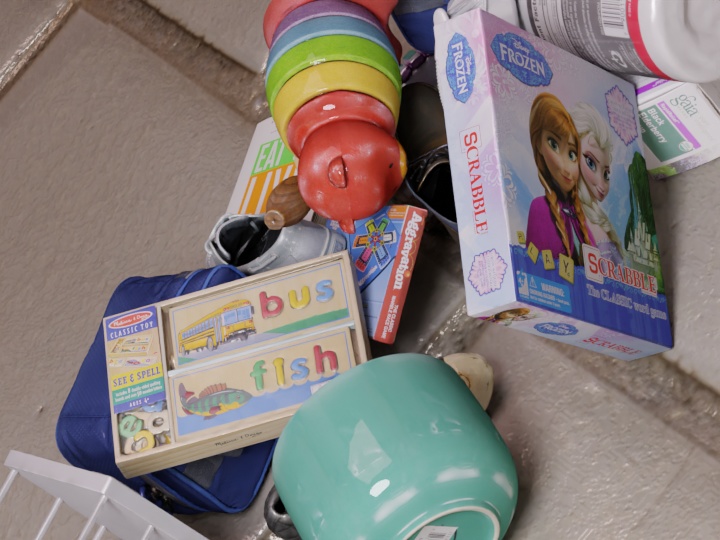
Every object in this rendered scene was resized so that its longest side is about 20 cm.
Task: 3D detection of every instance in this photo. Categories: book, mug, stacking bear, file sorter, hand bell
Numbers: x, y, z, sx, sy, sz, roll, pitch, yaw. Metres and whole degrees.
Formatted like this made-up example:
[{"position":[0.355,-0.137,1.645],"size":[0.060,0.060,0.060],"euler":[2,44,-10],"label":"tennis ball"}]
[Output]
[{"position":[-0.066,-0.054,1.770],"size":[0.133,0.048,0.201],"euler":[-13,50,42],"label":"book"},{"position":[0.033,0.160,1.362],"size":[0.151,0.186,0.115],"euler":[-29,49,-7],"label":"mug"},{"position":[-0.014,-0.122,1.524],"size":[0.113,0.122,0.201],"euler":[-5,49,-3],"label":"stacking bear"},{"position":[-0.175,0.238,1.454],"size":[0.138,0.200,0.125],"euler":[7,65,51],"label":"file sorter"},{"position":[-0.037,-0.074,1.590],"size":[0.104,0.104,0.200],"euler":[-28,13,26],"label":"hand bell"}]

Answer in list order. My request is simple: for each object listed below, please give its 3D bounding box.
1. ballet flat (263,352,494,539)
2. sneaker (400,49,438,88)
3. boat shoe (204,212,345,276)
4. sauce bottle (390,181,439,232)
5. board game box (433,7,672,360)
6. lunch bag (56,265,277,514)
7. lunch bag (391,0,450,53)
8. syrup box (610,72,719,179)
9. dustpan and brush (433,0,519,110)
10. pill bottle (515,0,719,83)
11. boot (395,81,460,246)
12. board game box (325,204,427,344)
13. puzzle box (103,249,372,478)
[{"position":[0.017,0.130,1.445],"size":[0.200,0.067,0.057],"euler":[-38,-10,-5],"label":"ballet flat"},{"position":[0.095,-0.170,1.681],"size":[0.087,0.074,0.200],"euler":[23,73,50],"label":"sneaker"},{"position":[-0.087,-0.022,1.653],"size":[0.200,0.071,0.070],"euler":[-3,60,60],"label":"boat shoe"},{"position":[0.099,-0.124,1.634],"size":[0.200,0.065,0.065],"euler":[-48,34,-2],"label":"sauce bottle"},{"position":[0.132,-0.053,1.346],"size":[0.041,0.199,0.201],"euler":[-18,69,34],"label":"board game box"},{"position":[-0.137,0.100,1.589],"size":[0.132,0.136,0.201],"euler":[-10,51,43],"label":"lunch bag"},{"position":[0.109,-0.262,1.605],"size":[0.199,0.136,0.133],"euler":[-11,41,30],"label":"lunch bag"},{"position":[0.237,-0.175,1.517],"size":[0.081,0.079,0.201],"euler":[-22,42,32],"label":"syrup box"},{"position":[0.085,-0.129,1.466],"size":[0.140,0.057,0.201],"euler":[124,131,-67],"label":"dustpan and brush"},{"position":[0.182,-0.197,1.431],"size":[0.200,0.111,0.111],"euler":[18,69,53],"label":"pill bottle"},{"position":[0.068,-0.085,1.538],"size":[0.075,0.097,0.201],"euler":[-35,60,7],"label":"boot"},{"position":[0.000,0.000,1.570],"size":[0.200,0.019,0.104],"euler":[-173,97,-73],"label":"board game box"},{"position":[-0.090,0.067,1.482],"size":[0.199,0.025,0.134],"euler":[-16,52,7],"label":"puzzle box"}]
